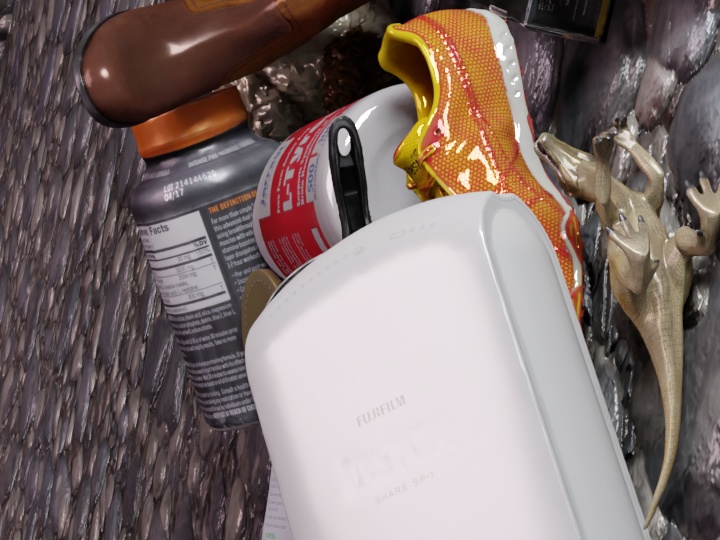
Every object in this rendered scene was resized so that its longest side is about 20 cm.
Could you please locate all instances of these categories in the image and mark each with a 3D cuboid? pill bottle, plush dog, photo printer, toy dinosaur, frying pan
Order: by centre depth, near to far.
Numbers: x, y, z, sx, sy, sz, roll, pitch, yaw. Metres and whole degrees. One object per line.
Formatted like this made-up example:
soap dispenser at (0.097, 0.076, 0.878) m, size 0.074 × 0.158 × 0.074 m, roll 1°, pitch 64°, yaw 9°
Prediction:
toy dinosaur at (0.129, 0.003, 1.064) m, size 0.101 × 0.058 × 0.201 m, roll 94°, pitch 164°, yaw -56°
photo printer at (0.034, 0.073, 1.096) m, size 0.166 × 0.069 × 0.201 m, roll -28°, pitch 70°, yaw 34°
frying pan at (0.016, 0.001, 1.234) m, size 0.190 × 0.114 × 0.031 m, roll 113°, pitch 150°, yaw -42°
pill bottle at (0.005, -0.038, 1.360) m, size 0.200 × 0.112 × 0.113 m, roll 165°, pitch 113°, yaw -72°
pill bottle at (-0.077, -0.011, 1.494) m, size 0.106 × 0.106 × 0.201 m, roll -177°, pitch 67°, yaw -73°
plush dog at (-0.047, -0.131, 1.575) m, size 0.172 × 0.160 × 0.200 m, roll -43°, pitch 34°, yaw 26°

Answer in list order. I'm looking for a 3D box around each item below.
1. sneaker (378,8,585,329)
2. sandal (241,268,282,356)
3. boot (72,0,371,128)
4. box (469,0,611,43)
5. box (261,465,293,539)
sneaker at (0.059, -0.037, 1.203) m, size 0.073 × 0.077 × 0.201 m, roll 108°, pitch 146°, yaw -59°
sandal at (-0.007, 0.097, 1.420) m, size 0.078 × 0.069 × 0.213 m, roll -34°, pitch 71°, yaw 59°
boot at (-0.047, -0.145, 1.396) m, size 0.199 × 0.188 × 0.069 m, roll -15°, pitch 91°, yaw 38°
box at (0.102, -0.230, 1.260) m, size 0.160 × 0.049 × 0.201 m, roll -141°, pitch 62°, yaw -68°
box at (0.012, 0.157, 1.256) m, size 0.200 × 0.096 × 0.177 m, roll 165°, pitch 114°, yaw -72°
